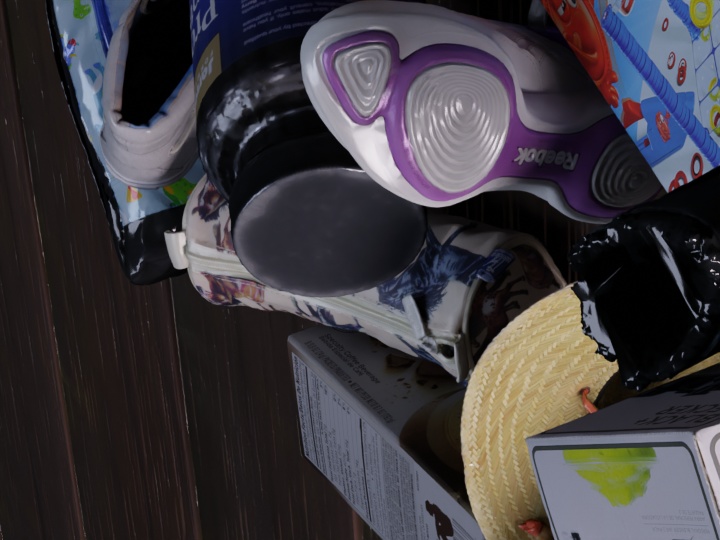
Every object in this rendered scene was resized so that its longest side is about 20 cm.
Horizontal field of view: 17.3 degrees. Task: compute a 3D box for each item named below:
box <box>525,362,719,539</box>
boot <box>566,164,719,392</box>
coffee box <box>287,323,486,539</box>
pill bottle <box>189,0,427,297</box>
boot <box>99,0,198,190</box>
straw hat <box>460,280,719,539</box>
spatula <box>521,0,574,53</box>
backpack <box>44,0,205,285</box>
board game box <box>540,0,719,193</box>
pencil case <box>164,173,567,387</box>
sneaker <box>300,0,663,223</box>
[{"bbox_3d":[0.169,0.049,0.771,0.117,0.200,0.060,-11,98,68],"label":"box"},{"bbox_3d":[0.165,-0.028,0.766,0.073,0.162,0.198,66,158,7],"label":"boot"},{"bbox_3d":[0.059,0.089,1.175,0.200,0.113,0.080,41,144,52],"label":"coffee box"},{"bbox_3d":[-0.021,-0.090,1.075,0.112,0.112,0.200,98,170,-48],"label":"pill bottle"},{"bbox_3d":[-0.080,-0.142,1.239,0.096,0.074,0.200,106,-177,-75],"label":"boot"},{"bbox_3d":[0.139,0.058,0.992,0.085,0.201,0.201,-67,-22,-54],"label":"straw hat"},{"bbox_3d":[0.080,-0.148,1.051,0.057,0.021,0.200,9,114,49],"label":"spatula"},{"bbox_3d":[-0.108,-0.111,1.359,0.200,0.154,0.163,59,-163,4],"label":"backpack"},{"bbox_3d":[0.135,-0.135,0.890,0.196,0.056,0.200,59,155,25],"label":"board game box"},{"bbox_3d":[0.000,0.000,1.181,0.200,0.089,0.078,17,112,35],"label":"pencil case"},{"bbox_3d":[0.041,-0.071,0.986,0.100,0.200,0.075,41,108,44],"label":"sneaker"}]
